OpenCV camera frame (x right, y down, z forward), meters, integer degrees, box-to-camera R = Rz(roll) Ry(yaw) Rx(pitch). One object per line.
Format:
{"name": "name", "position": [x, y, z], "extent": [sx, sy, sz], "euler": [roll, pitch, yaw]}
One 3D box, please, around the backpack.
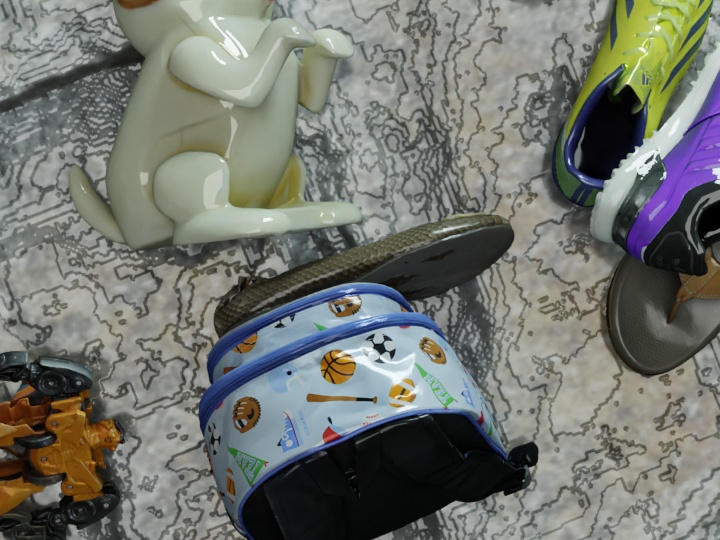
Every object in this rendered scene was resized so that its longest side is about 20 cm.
{"name": "backpack", "position": [-0.009, 0.094, 1.527], "extent": [0.200, 0.191, 0.154], "euler": [-28, 74, -1]}

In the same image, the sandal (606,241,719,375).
{"name": "sandal", "position": [0.238, -0.015, 1.598], "extent": [0.200, 0.055, 0.082], "euler": [-38, 90, -1]}

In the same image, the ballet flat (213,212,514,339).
{"name": "ballet flat", "position": [0.000, 0.000, 1.598], "extent": [0.200, 0.067, 0.046], "euler": [-21, 57, 2]}

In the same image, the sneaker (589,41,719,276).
{"name": "sneaker", "position": [0.240, -0.073, 1.563], "extent": [0.099, 0.070, 0.200], "euler": [33, 74, 28]}

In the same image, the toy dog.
{"name": "toy dog", "position": [-0.095, -0.117, 1.570], "extent": [0.194, 0.140, 0.200], "euler": [-5, 91, 36]}

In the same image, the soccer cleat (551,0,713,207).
{"name": "soccer cleat", "position": [0.179, -0.133, 1.584], "extent": [0.065, 0.084, 0.200], "euler": [23, 89, 0]}

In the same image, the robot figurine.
{"name": "robot figurine", "position": [-0.247, 0.112, 1.573], "extent": [0.200, 0.058, 0.145], "euler": [-9, 121, -2]}
